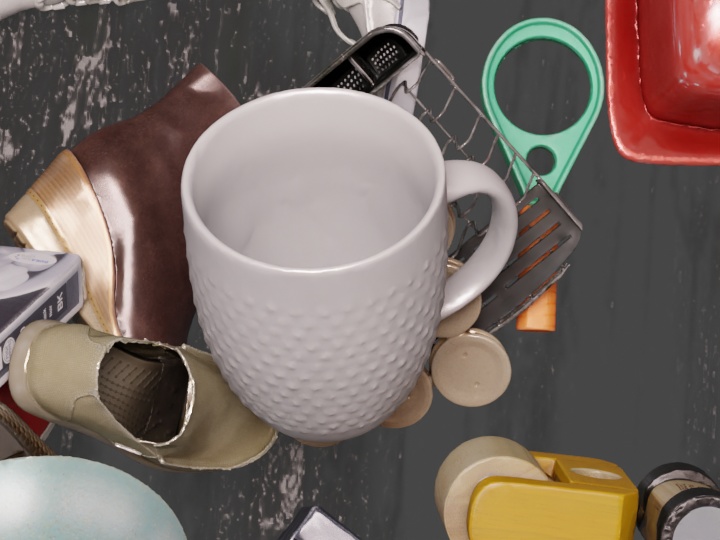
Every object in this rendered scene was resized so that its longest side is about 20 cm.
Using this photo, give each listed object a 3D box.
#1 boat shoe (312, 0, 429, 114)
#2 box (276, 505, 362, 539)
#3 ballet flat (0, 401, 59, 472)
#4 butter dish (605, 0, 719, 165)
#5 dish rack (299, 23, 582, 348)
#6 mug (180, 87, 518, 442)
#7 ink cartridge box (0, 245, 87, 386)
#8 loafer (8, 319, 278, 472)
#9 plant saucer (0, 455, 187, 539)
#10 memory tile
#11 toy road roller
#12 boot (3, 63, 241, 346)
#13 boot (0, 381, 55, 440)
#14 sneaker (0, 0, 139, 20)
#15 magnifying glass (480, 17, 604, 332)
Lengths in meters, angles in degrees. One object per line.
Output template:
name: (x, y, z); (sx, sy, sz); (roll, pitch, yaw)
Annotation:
boat shoe: (-0.001, -0.189, 1.595); (0.086, 0.075, 0.203); (2, 82, -4)
box: (-0.044, 0.249, 1.483); (0.117, 0.200, 0.197); (37, 84, 1)
ballet flat: (-0.197, 0.130, 1.515); (0.067, 0.200, 0.046); (-30, 44, 6)
butter dish: (0.258, -0.172, 1.571); (0.199, 0.148, 0.200); (0, 83, -3)
dish rack: (0.031, -0.042, 1.552); (0.153, 0.055, 0.200); (-39, 102, 20)
mug: (0.000, 0.000, 1.455); (0.199, 0.176, 0.148); (-21, 49, -17)
ink cartridge box: (-0.290, 0.039, 1.469); (0.197, 0.200, 0.044); (6, 119, 21)
loafer: (-0.115, 0.079, 1.484); (0.200, 0.068, 0.076); (17, 84, -45)
plant saucer: (-0.195, 0.201, 1.501); (0.200, 0.039, 0.202); (-8, 125, -12)
memory tile: (-0.006, 0.007, 1.541); (0.153, 0.017, 0.201); (-17, 111, 13)
toy road roller: (0.139, 0.189, 1.543); (0.199, 0.123, 0.147); (9, 95, -3)
boot: (-0.105, -0.007, 1.573); (0.166, 0.072, 0.200); (-36, 98, -15)
boot: (-0.259, 0.111, 1.513); (0.200, 0.144, 0.072); (-39, 86, -8)
sneaker: (-0.169, -0.199, 1.589); (0.200, 0.075, 0.087); (-32, 92, -5)
magnifying glass: (0.114, -0.061, 1.615); (0.079, 0.022, 0.201); (2, 85, -3)
